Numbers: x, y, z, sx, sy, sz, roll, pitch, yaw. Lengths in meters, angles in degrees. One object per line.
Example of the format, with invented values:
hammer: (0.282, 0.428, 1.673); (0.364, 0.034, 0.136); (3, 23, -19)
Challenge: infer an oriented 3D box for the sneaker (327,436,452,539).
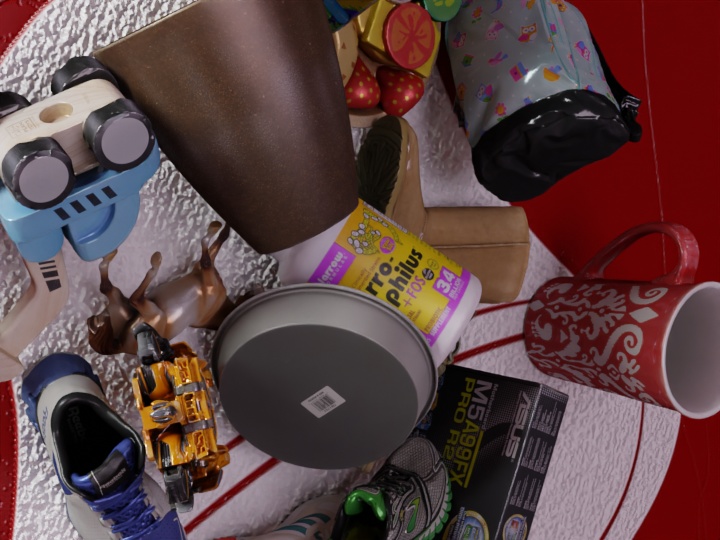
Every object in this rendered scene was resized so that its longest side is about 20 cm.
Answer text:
sneaker: (0.027, 0.216, 1.254); (0.200, 0.077, 0.086); (-57, 145, -49)

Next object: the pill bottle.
pill bottle: (0.000, 0.000, 1.226); (0.199, 0.104, 0.105); (33, 72, -5)

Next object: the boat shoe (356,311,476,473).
boat shoe: (0.048, 0.102, 1.321); (0.063, 0.073, 0.201); (42, 66, 9)

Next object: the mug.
mug: (0.283, 0.050, 1.437); (0.133, 0.199, 0.179); (33, 74, -36)

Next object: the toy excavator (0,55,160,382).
toy excavator: (-0.231, -0.028, 1.045); (0.193, 0.100, 0.201); (-27, 131, -17)

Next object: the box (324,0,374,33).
box: (0.000, -0.331, 1.132); (0.122, 0.200, 0.193); (-41, 97, -27)

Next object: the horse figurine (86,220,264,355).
horse figurine: (-0.157, 0.022, 1.157); (0.199, 0.050, 0.133); (-28, 143, -40)

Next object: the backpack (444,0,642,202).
backpack: (0.161, -0.186, 1.321); (0.126, 0.166, 0.202); (33, 40, -49)

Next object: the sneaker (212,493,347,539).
sneaker: (-0.052, 0.259, 1.256); (0.199, 0.093, 0.071); (-13, 103, -37)

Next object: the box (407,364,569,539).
box: (0.102, 0.196, 1.331); (0.044, 0.160, 0.202); (23, 81, -37)

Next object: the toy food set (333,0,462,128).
toy food set: (0.004, -0.231, 1.276); (0.199, 0.048, 0.200); (23, 80, -38)

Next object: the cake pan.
cake pan: (-0.033, 0.099, 1.198); (0.201, 0.199, 0.037); (52, 27, -30)

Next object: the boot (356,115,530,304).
boot: (0.083, -0.056, 1.352); (0.199, 0.066, 0.177); (1, 107, -38)

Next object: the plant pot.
plant pot: (-0.084, -0.122, 1.107); (0.186, 0.186, 0.201); (-33, 105, -31)

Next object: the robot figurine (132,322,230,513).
robot figurine: (-0.140, 0.114, 1.098); (0.058, 0.200, 0.146); (-13, 83, -5)

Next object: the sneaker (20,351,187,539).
sneaker: (-0.201, 0.168, 1.103); (0.080, 0.115, 0.201); (-29, 111, -12)
